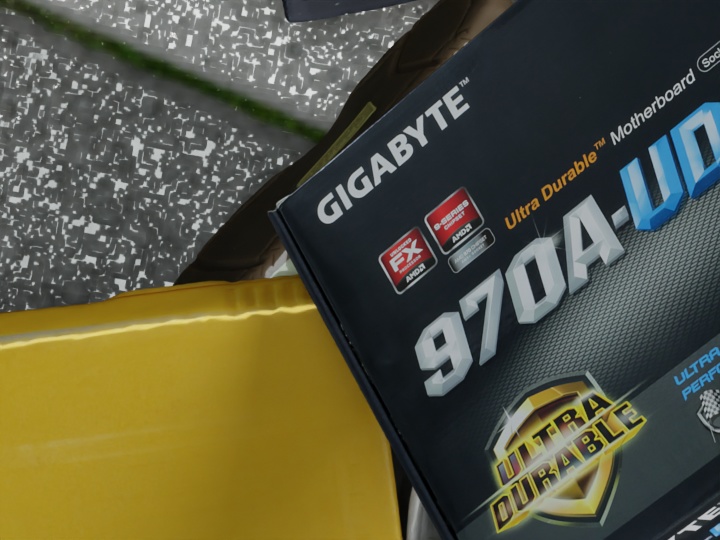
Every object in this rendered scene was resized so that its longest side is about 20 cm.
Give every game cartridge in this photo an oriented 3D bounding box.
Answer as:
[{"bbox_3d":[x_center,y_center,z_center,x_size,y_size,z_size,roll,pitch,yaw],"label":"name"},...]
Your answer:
[{"bbox_3d":[-0.085,0.092,0.878,0.199,0.032,0.177,-7,115,0],"label":"game cartridge"}]

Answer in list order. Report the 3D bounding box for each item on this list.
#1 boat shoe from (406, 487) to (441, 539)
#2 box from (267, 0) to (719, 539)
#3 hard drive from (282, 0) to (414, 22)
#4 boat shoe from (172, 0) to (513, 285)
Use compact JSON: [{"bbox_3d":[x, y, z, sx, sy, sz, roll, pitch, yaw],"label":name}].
[{"bbox_3d":[0.058,0.011,0.857,0.065,0.072,0.201,0,115,-38],"label":"boat shoe"},{"bbox_3d":[0.087,-0.010,0.773,0.200,0.046,0.159,-39,66,23],"label":"box"},{"bbox_3d":[0.059,-0.163,0.872,0.199,0.135,0.042,-17,44,-8],"label":"hard drive"},{"bbox_3d":[0.000,0.000,0.897,0.076,0.072,0.200,41,101,-20],"label":"boat shoe"}]
